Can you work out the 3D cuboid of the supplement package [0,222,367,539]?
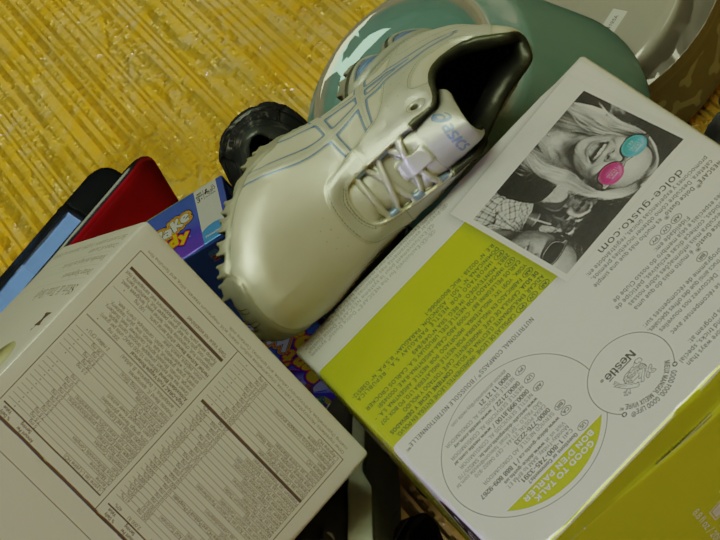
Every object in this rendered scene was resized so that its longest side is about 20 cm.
[{"bbox_3d":[-0.135,0.105,0.943,0.200,0.151,0.152,-48,14,-18],"label":"supplement package"}]

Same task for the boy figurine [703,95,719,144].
[{"bbox_3d":[0.255,-0.017,1.003,0.064,0.124,0.200,-30,72,-19],"label":"boy figurine"}]

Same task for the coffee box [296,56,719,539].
[{"bbox_3d":[0.131,0.066,0.954,0.200,0.200,0.198,-45,42,-4],"label":"coffee box"}]

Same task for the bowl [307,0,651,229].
[{"bbox_3d":[0.049,-0.081,1.129,0.200,0.105,0.202,-19,54,28],"label":"bowl"}]

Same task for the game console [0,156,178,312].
[{"bbox_3d":[-0.213,0.005,1.319,0.200,0.119,0.172,-50,43,-9],"label":"game console"}]

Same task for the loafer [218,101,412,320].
[{"bbox_3d":[0.000,0.000,1.049,0.068,0.201,0.070,-40,12,4],"label":"loafer"}]

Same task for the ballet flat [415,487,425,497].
[{"bbox_3d":[0.092,0.041,1.117,0.200,0.046,0.067,-51,44,-10],"label":"ballet flat"}]

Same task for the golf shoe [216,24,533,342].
[{"bbox_3d":[0.009,-0.052,0.966,0.097,0.078,0.200,-15,34,53],"label":"golf shoe"}]

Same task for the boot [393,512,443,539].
[{"bbox_3d":[-0.043,0.189,1.036,0.131,0.070,0.200,-11,29,34],"label":"boot"}]

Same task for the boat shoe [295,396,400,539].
[{"bbox_3d":[-0.015,0.114,1.025,0.060,0.072,0.201,-15,19,7],"label":"boat shoe"}]

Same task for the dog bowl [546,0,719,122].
[{"bbox_3d":[0.135,-0.142,1.227,0.199,0.059,0.201,-20,48,23],"label":"dog bowl"}]

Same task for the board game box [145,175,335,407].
[{"bbox_3d":[-0.073,0.055,1.113,0.134,0.200,0.045,-30,41,12],"label":"board game box"}]
